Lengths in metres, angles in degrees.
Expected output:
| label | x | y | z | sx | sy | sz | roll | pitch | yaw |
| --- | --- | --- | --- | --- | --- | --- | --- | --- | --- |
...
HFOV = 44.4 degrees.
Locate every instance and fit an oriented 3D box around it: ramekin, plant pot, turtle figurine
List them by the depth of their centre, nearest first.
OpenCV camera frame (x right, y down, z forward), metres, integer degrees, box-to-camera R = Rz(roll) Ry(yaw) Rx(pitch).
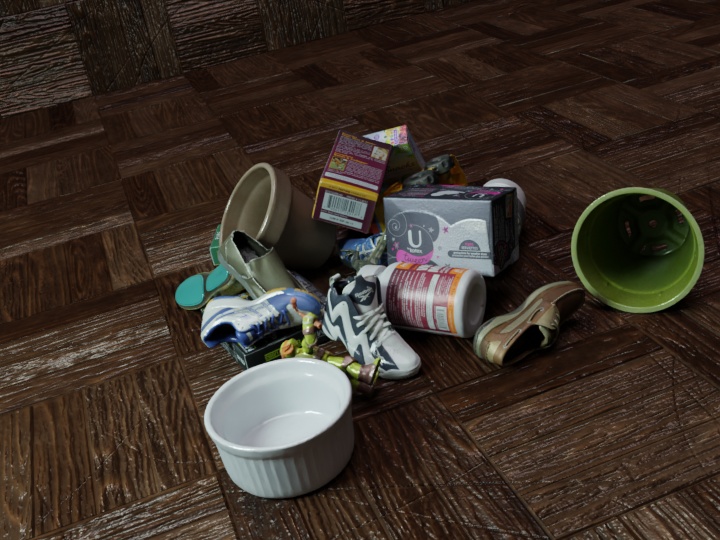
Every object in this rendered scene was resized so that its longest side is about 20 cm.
| label | x | y | z | sx | sy | sz | roll | pitch | yaw |
| --- | --- | --- | --- | --- | --- | --- | --- | --- | --- |
| ramekin | -0.102 | 0.214 | 1.194 | 0.199 | 0.098 | 0.201 | -9 | 28 | 5 |
| turtle figurine | -0.053 | 0.128 | 1.284 | 0.161 | 0.200 | 0.065 | 18 | 49 | 10 |
| plant pot | 0.464 | -0.055 | 1.438 | 0.199 | 0.201 | 0.190 | 4 | 18 | 26 |
| plant pot | -0.145 | -0.081 | 1.661 | 0.174 | 0.201 | 0.200 | 19 | 11 | -32 |

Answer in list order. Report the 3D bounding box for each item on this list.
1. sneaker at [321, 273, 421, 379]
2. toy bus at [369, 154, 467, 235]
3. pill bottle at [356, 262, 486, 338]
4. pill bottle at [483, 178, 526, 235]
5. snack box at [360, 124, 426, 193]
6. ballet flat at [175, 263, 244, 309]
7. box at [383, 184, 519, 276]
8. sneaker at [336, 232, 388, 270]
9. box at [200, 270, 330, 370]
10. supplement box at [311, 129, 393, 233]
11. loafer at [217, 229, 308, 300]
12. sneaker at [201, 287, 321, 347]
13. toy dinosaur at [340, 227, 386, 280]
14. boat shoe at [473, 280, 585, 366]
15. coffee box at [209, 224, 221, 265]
| label | x | y | z | sx | sy | sz | roll | pitch | yaw |
| --- | --- | --- | --- | --- | --- | --- | --- | --- | --- |
| sneaker | 0.015 | 0.073 | 1.358 | 0.079 | 0.130 | 0.199 | -24 | 44 | -28 |
| toy bus | 0.105 | -0.130 | 1.760 | 0.191 | 0.136 | 0.200 | -12 | 21 | 36 |
| pill bottle | 0.094 | 0.044 | 1.432 | 0.199 | 0.110 | 0.110 | 7 | 32 | 29 |
| pill bottle | 0.241 | -0.086 | 1.621 | 0.113 | 0.114 | 0.200 | 1 | 30 | 21 |
| snack box | 0.058 | -0.210 | 1.821 | 0.142 | 0.200 | 0.053 | -13 | 60 | 14 |
| ballet flat | -0.264 | 0.032 | 1.610 | 0.200 | 0.071 | 0.071 | -25 | 11 | 45 |
| box | 0.151 | -0.068 | 1.478 | 0.199 | 0.133 | 0.115 | 5 | 19 | 32 |
| sneaker | 0.030 | -0.038 | 1.646 | 0.199 | 0.077 | 0.076 | 15 | 39 | 42 |
| box | -0.149 | 0.084 | 1.514 | 0.193 | 0.048 | 0.200 | -26 | 32 | -22 |
| supplement box | -0.013 | -0.169 | 1.650 | 0.110 | 0.086 | 0.200 | 16 | 37 | 0 |
| loafer | -0.163 | 0.003 | 1.485 | 0.200 | 0.070 | 0.075 | 37 | 47 | 17 |
| sneaker | -0.160 | 0.086 | 1.411 | 0.199 | 0.075 | 0.088 | -10 | 40 | 16 |
| toy dinosaur | 0.000 | 0.000 | 1.568 | 0.088 | 0.047 | 0.201 | 2 | 65 | 44 |
| boat shoe | 0.267 | 0.088 | 1.338 | 0.200 | 0.076 | 0.074 | -30 | 38 | -18 |
| coffee box | -0.203 | -0.067 | 1.819 | 0.199 | 0.044 | 0.123 | -8 | 27 | 3 |
